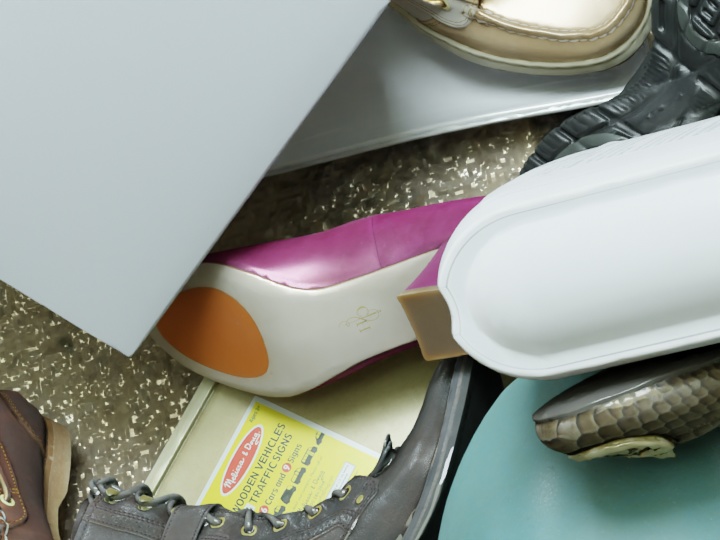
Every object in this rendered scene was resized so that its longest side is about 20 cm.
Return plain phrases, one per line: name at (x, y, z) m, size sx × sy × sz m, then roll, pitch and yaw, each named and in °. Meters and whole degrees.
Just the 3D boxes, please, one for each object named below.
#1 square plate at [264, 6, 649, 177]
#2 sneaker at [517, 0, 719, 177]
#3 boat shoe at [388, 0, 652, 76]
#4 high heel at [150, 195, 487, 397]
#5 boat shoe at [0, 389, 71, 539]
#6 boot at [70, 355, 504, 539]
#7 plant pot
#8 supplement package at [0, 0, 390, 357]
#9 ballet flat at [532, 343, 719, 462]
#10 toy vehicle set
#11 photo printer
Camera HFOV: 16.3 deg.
square plate at (0.026, -0.146, 1.163) m, size 0.197 × 0.028 × 0.201 m, roll -12°, pitch 66°, yaw 12°
sneaker at (0.139, -0.063, 1.068) m, size 0.076 × 0.091 × 0.200 m, roll 43°, pitch 111°, yaw 20°
boat shoe at (0.034, -0.145, 1.106) m, size 0.199 × 0.069 × 0.074 m, roll 22°, pitch 77°, yaw 23°
high heel at (0.000, 0.000, 1.066) m, size 0.199 × 0.068 × 0.096 m, roll -10°, pitch 22°, yaw 40°
boat shoe at (-0.161, 0.115, 1.038) m, size 0.070 × 0.070 × 0.200 m, roll -48°, pitch 26°, yaw 16°
boot at (-0.040, 0.108, 1.031) m, size 0.173 × 0.069 × 0.201 m, roll 9°, pitch 64°, yaw 27°
plant pot at (0.116, 0.122, 0.945) m, size 0.200 × 0.201 × 0.162 m, roll -12°, pitch 58°, yaw 11°
supplement package at (-0.104, -0.098, 1.038) m, size 0.155 × 0.111 × 0.200 m, roll 32°, pitch 107°, yaw -17°
ballet flat at (0.151, 0.039, 0.870) m, size 0.199 × 0.067 × 0.047 m, roll -15°, pitch 94°, yaw -25°
toy vehicle set at (-0.025, 0.096, 1.081) m, size 0.124 × 0.027 × 0.201 m, roll 25°, pitch 77°, yaw 23°
photo printer at (0.130, -0.018, 0.865) m, size 0.199 × 0.166 × 0.070 m, roll -14°, pitch 94°, yaw 23°
